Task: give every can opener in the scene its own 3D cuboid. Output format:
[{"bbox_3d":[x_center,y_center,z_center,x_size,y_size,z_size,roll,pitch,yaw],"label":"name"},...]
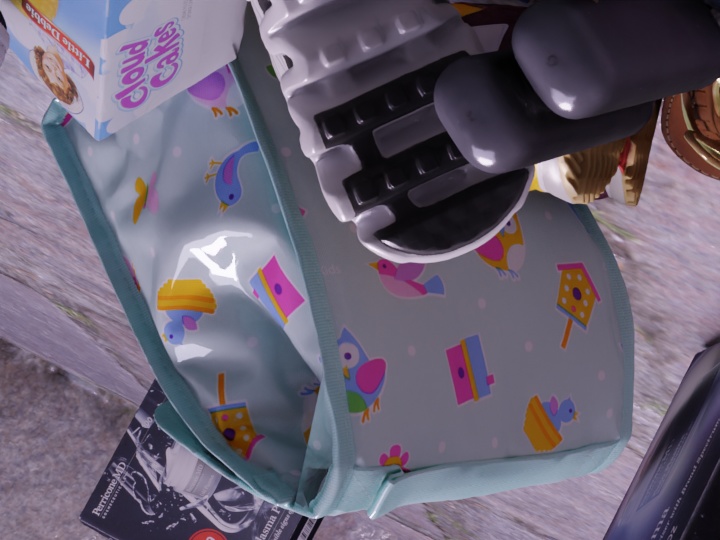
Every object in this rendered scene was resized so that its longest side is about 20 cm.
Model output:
[{"bbox_3d":[0.070,-0.074,0.698,0.067,0.053,0.200,59,-155,6],"label":"can opener"}]

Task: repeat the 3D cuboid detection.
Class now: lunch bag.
[{"bbox_3d":[0.000,0.000,0.897,0.170,0.122,0.200,-1,-122,-47],"label":"lunch bag"}]

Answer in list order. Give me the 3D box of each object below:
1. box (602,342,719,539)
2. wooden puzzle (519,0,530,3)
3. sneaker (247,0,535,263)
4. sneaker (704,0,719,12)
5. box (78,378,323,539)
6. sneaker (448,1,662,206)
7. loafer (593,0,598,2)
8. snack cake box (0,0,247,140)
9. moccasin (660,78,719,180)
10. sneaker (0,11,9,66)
[{"bbox_3d":[0.197,0.140,1.206,0.123,0.200,0.198,28,168,-1],"label":"box"},{"bbox_3d":[0.005,-0.150,0.792,0.185,0.046,0.200,28,169,5],"label":"wooden puzzle"},{"bbox_3d":[-0.012,-0.098,0.712,0.081,0.075,0.200,-157,49,-84],"label":"sneaker"},{"bbox_3d":[0.112,-0.115,0.627,0.082,0.070,0.200,24,169,38],"label":"sneaker"},{"bbox_3d":[-0.123,0.187,2.197,0.182,0.200,0.104,26,170,12],"label":"box"},{"bbox_3d":[0.055,-0.064,0.847,0.090,0.075,0.200,13,-176,14],"label":"sneaker"},{"bbox_3d":[0.002,-0.136,0.636,0.200,0.063,0.072,52,180,22],"label":"loafer"},{"bbox_3d":[-0.121,-0.154,0.797,0.200,0.067,0.115,46,152,17],"label":"snack cake box"},{"bbox_3d":[0.147,-0.051,0.798,0.074,0.078,0.201,30,169,-15],"label":"moccasin"},{"bbox_3d":[-0.170,-0.150,0.746,0.200,0.109,0.070,37,160,-31],"label":"sneaker"}]
